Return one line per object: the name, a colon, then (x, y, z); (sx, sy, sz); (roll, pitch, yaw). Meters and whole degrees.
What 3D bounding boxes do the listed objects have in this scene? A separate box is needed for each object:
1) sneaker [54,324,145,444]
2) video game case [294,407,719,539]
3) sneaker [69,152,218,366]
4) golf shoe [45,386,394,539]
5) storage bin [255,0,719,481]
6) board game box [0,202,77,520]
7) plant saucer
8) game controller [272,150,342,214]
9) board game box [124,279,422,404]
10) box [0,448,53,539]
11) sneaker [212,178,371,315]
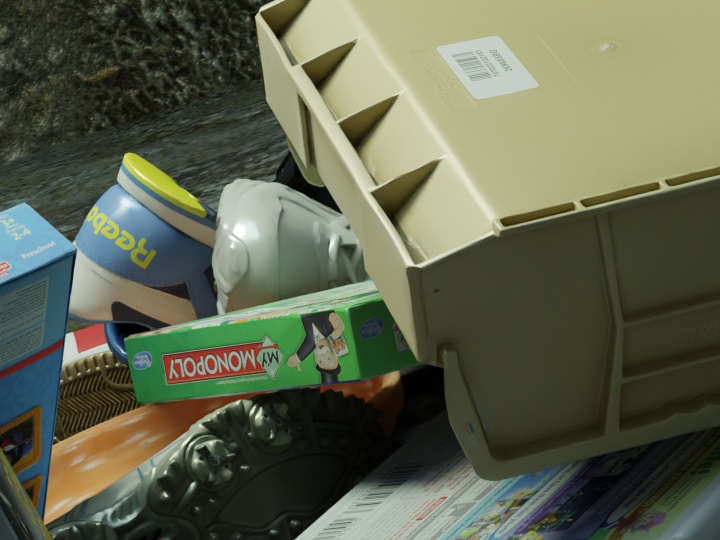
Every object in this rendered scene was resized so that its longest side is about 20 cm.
sneaker: (-0.150, 0.055, 1.323); (0.200, 0.071, 0.112); (-6, 17, 29)
video game case: (0.089, 0.059, 0.889); (0.182, 0.022, 0.200); (-11, 18, 42)
sneaker: (-0.079, 0.018, 1.210); (0.074, 0.200, 0.082); (33, 84, 36)
golf shoe: (-0.077, 0.101, 0.942); (0.200, 0.078, 0.097); (-23, 4, -33)
storage bin: (0.086, -0.038, 0.868); (0.198, 0.094, 0.200); (-14, 34, -11)
board game box: (-0.179, 0.085, 0.918); (0.151, 0.200, 0.037); (-26, 52, -36)
plant saucer: (-0.073, 0.089, 1.093); (0.200, 0.038, 0.200); (-18, 10, 3)
game controller: (0.017, -0.038, 1.195); (0.104, 0.042, 0.200); (11, -9, -7)
board game box: (0.026, 0.015, 0.995); (0.200, 0.029, 0.134); (-13, 3, -41)
box: (-0.109, 0.098, 0.744); (0.048, 0.159, 0.200); (-30, 11, -7)
sneaker: (0.000, 0.000, 1.129); (0.099, 0.078, 0.200); (-1, -3, 19)
